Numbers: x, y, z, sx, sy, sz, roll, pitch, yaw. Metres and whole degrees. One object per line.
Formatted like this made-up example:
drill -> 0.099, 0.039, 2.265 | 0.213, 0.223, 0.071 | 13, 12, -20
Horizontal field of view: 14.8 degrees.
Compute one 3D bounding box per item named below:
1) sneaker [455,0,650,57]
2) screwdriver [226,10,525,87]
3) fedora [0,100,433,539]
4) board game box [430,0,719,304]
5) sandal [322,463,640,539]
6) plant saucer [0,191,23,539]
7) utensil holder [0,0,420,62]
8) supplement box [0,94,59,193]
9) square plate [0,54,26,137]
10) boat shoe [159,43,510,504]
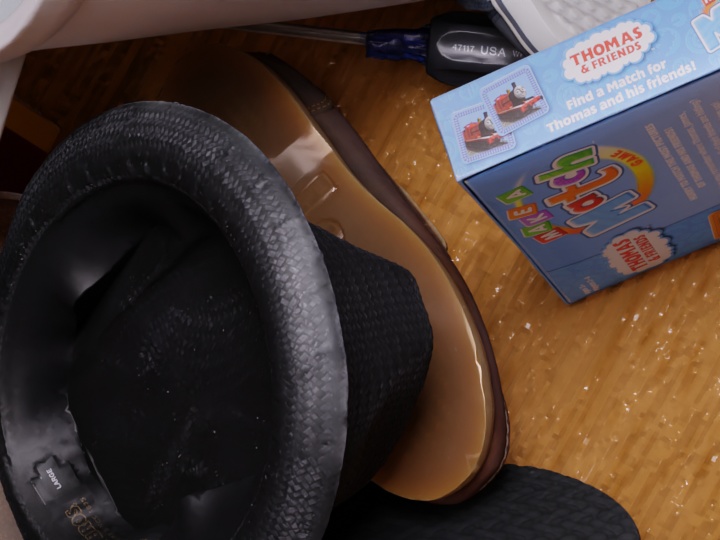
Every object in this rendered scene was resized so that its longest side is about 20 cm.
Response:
sneaker -> 0.041, -0.152, 1.033 | 0.079, 0.078, 0.201 | -39, 67, 49
screwdriver -> -0.014, -0.085, 1.033 | 0.199, 0.029, 0.028 | 3, 30, 4
fedora -> -0.043, 0.034, 0.927 | 0.200, 0.091, 0.202 | 8, 101, 50
board game box -> 0.138, -0.059, 0.934 | 0.199, 0.151, 0.037 | -24, 68, 10
sandal -> 0.001, 0.108, 0.983 | 0.199, 0.048, 0.075 | -4, 32, 9
plant saucer -> -0.141, 0.071, 1.000 | 0.199, 0.032, 0.201 | -2, 94, -23
utensil holder -> -0.061, -0.163, 0.935 | 0.170, 0.199, 0.171 | 16, 110, 49
supplement box -> -0.215, 0.008, 1.052 | 0.110, 0.086, 0.201 | 17, 80, 40
square plate -> -0.206, -0.077, 1.004 | 0.197, 0.028, 0.201 | -8, 52, 27
boat shoe -> 0.000, 0.000, 1.005 | 0.070, 0.070, 0.201 | -36, 64, 15
